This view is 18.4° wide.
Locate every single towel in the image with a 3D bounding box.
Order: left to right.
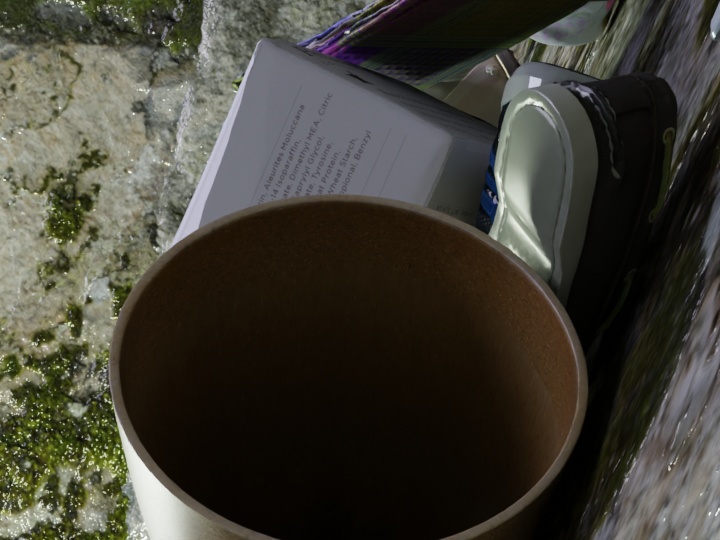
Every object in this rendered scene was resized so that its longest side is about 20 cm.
[{"bbox_3d":[0.034,-0.133,1.256,0.199,0.143,0.023,-25,76,46],"label":"towel"}]

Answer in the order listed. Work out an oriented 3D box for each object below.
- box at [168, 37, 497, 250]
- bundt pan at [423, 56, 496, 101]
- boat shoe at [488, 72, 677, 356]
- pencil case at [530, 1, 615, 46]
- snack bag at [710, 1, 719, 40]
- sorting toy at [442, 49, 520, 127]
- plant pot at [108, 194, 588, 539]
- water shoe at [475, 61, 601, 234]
[{"bbox_3d":[0.000,0.000,1.216,0.199,0.130,0.201,7,-71,-64],"label":"box"},{"bbox_3d":[0.066,-0.187,1.424,0.202,0.075,0.204,15,-90,-84],"label":"bundt pan"},{"bbox_3d":[0.086,-0.001,0.941,0.072,0.060,0.202,58,152,32],"label":"boat shoe"},{"bbox_3d":[0.159,-0.237,1.481,0.200,0.090,0.084,114,145,-52],"label":"pencil case"},{"bbox_3d":[0.197,-0.214,0.933,0.189,0.021,0.201,116,177,-53],"label":"snack bag"},{"bbox_3d":[0.067,-0.030,1.409,0.200,0.107,0.180,-47,-11,8],"label":"sorting toy"},{"bbox_3d":[-0.010,0.106,0.924,0.187,0.185,0.201,-68,-12,-44],"label":"plant pot"},{"bbox_3d":[0.091,-0.030,1.070,0.200,0.071,0.079,87,-158,-70],"label":"water shoe"}]
